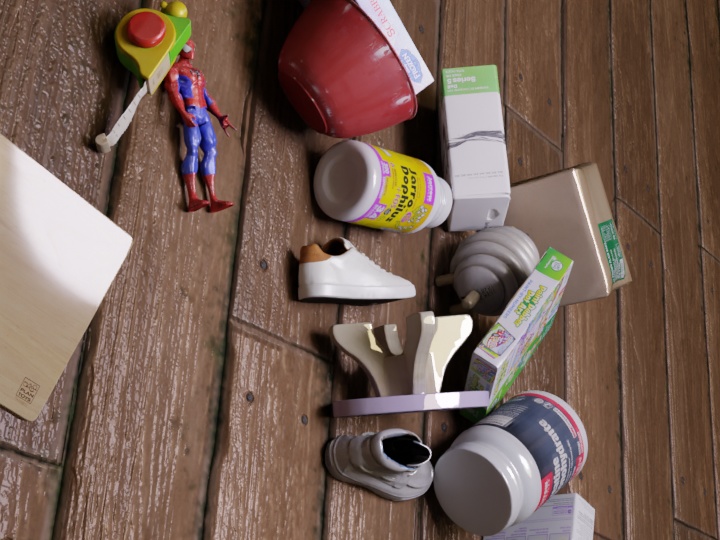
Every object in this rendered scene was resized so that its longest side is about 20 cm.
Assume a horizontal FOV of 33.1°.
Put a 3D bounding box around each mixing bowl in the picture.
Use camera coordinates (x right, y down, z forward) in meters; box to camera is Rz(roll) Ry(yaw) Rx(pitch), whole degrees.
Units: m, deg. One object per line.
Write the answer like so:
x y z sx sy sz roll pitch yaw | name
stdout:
-0.032 -0.241 1.520 0.108 0.200 0.200 -39 114 -13 | mixing bowl

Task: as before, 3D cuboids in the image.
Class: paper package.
0.291 -0.048 1.844 0.103 0.190 0.201 -20 95 -53 | paper package

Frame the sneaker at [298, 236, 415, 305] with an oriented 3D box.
0.000 0.000 1.543 0.200 0.073 0.085 7 74 -50 | sneaker

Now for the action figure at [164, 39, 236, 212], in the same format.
-0.185 -0.169 1.387 0.065 0.052 0.201 -4 79 -49 | action figure

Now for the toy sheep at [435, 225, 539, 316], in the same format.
0.187 0.005 1.738 0.138 0.138 0.200 60 39 -19 | toy sheep

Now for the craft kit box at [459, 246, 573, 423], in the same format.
0.212 0.095 1.666 0.198 0.048 0.200 -49 162 -23 | craft kit box

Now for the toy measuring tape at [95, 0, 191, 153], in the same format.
-0.252 -0.220 1.315 0.074 0.073 0.200 45 63 -34 | toy measuring tape

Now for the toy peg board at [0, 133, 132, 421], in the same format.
-0.346 0.000 1.096 0.200 0.098 0.200 42 63 -36 | toy peg board

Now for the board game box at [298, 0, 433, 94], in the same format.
-0.008 -0.320 1.559 0.041 0.200 0.200 -37 111 -13 | board game box

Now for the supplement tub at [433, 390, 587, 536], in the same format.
0.203 0.257 1.630 0.200 0.140 0.141 -26 98 -48 | supplement tub

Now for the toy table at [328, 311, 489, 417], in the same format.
0.059 0.119 1.507 0.199 0.184 0.118 -1 81 -29 | toy table

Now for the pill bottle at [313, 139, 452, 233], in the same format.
0.037 -0.105 1.604 0.200 0.104 0.105 9 71 -51 | pill bottle

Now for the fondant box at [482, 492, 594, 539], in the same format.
0.235 0.410 1.644 0.058 0.144 0.201 43 47 -38 | fondant box

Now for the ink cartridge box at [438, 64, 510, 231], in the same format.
0.162 -0.173 1.751 0.146 0.084 0.201 85 2 -72 | ink cartridge box

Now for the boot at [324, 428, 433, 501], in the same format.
0.053 0.242 1.507 0.200 0.095 0.074 20 62 -48 | boot
